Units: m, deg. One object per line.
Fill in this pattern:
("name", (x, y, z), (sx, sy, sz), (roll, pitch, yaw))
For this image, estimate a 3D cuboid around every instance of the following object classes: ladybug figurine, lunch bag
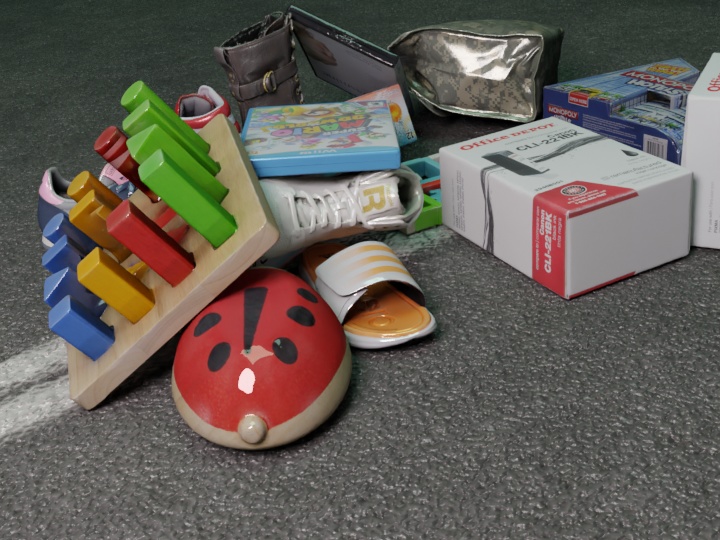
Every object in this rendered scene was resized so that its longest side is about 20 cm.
("ladybug figurine", (-0.074, 0.056, 0.777), (0.134, 0.073, 0.201), (-6, 26, -3))
("lunch bag", (0.139, -0.253, 1.313), (0.197, 0.119, 0.164), (9, 18, 17))

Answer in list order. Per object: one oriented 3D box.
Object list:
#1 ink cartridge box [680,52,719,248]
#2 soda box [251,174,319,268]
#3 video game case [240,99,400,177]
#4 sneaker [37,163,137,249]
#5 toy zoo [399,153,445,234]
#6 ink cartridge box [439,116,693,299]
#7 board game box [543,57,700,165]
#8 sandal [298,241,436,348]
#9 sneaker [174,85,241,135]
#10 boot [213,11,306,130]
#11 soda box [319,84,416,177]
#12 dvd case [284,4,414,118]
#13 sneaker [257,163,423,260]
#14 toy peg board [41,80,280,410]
("ink cartridge box", (0.397, -0.103, 0.946), (0.197, 0.147, 0.145), (7, 28, 25))
("soda box", (-0.106, -0.028, 0.953), (0.068, 0.064, 0.200), (-5, 21, 34))
("video game case", (-0.039, -0.124, 0.971), (0.141, 0.018, 0.200), (-3, 21, -1))
("sneaker", (-0.219, -0.062, 1.031), (0.197, 0.083, 0.070), (-2, 23, 1))
("toy zoo", (0.098, -0.093, 1.116), (0.198, 0.021, 0.131), (-17, 29, -24))
("ink cartridge box", (0.182, -0.065, 0.973), (0.143, 0.085, 0.200), (-18, 28, -24))
("board game box", (0.351, -0.190, 1.230), (0.198, 0.063, 0.199), (-23, 31, -32))
("sandal", (-0.008, 0.002, 0.893), (0.078, 0.060, 0.207), (-15, 27, -19))
("sneaker", (-0.186, -0.124, 1.086), (0.198, 0.114, 0.071), (-3, 31, 40))
("boot", (-0.077, -0.203, 1.191), (0.069, 0.176, 0.199), (14, 32, 35))
("soda box", (-0.033, -0.139, 1.146), (0.199, 0.069, 0.063), (-26, 11, -37))
("dvd case", (-0.008, -0.241, 1.254), (0.141, 0.018, 0.200), (27, -5, 11))
("sneaker", (-0.025, -0.059, 0.901), (0.114, 0.075, 0.199), (-12, 2, 36))
("toy peg board", (-0.183, -0.038, 0.821), (0.199, 0.098, 0.201), (-41, 34, 9))
